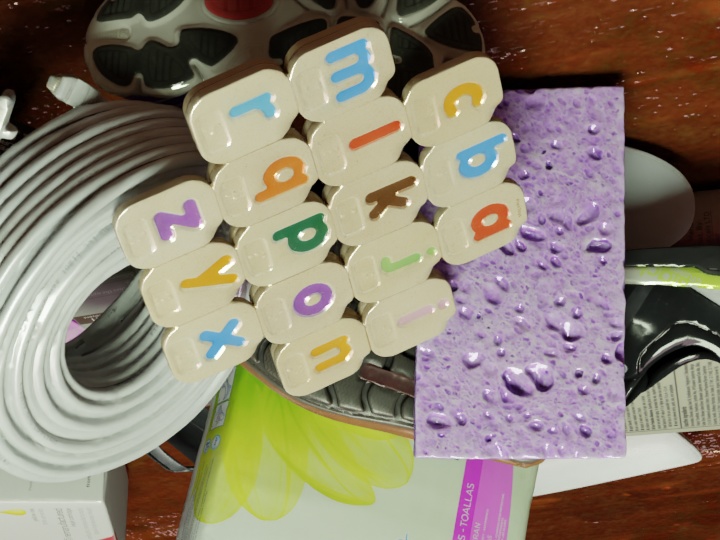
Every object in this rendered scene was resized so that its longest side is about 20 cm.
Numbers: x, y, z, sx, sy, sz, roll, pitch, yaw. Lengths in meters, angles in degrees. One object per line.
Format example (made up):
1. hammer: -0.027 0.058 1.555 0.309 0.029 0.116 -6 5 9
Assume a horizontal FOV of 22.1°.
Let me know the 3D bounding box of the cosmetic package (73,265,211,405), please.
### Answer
1. cosmetic package: -0.107 0.004 1.101 0.107 0.090 0.200 -13 147 16

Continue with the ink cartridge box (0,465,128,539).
1. ink cartridge box: -0.284 0.167 1.406 0.200 0.083 0.145 0 152 0

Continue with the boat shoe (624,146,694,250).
1. boat shoe: 0.090 -0.040 1.055 0.200 0.069 0.057 -1 -174 -10

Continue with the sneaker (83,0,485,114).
1. sneaker: -0.035 -0.109 0.924 0.200 0.081 0.083 4 166 12

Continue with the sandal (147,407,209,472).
1. sandal: -0.153 0.089 1.214 0.200 0.043 0.076 38 157 -8

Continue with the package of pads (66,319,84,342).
1. package of pads: -0.264 0.016 1.131 0.200 0.076 0.120 -18 146 29

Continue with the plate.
1. plate: 0.127 0.115 1.366 0.200 0.032 0.200 -15 148 26

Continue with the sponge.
1. sponge: 0.085 0.001 0.978 0.111 0.200 0.030 1 172 2

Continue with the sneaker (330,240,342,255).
1. sneaker: 0.000 0.000 1.098 0.088 0.075 0.200 2 165 26

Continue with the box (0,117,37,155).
1. box: -0.272 -0.010 0.982 0.164 0.086 0.200 23 133 -6

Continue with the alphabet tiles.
1. alphabet tiles: -0.016 -0.025 0.885 0.196 0.015 0.200 -24 133 -8

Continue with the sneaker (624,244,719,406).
1. sneaker: 0.130 0.034 1.017 0.200 0.083 0.072 -5 167 18

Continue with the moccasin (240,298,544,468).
1. moccasin: 0.015 0.053 1.024 0.201 0.074 0.078 15 174 -2

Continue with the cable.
1. cable: -0.126 0.011 0.913 0.200 0.069 0.200 8 113 -54

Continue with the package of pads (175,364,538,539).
1. package of pads: -0.001 0.138 1.072 0.200 0.155 0.068 19 155 -12

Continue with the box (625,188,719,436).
1. box: 0.161 0.031 1.126 0.200 0.109 0.128 -5 152 10
